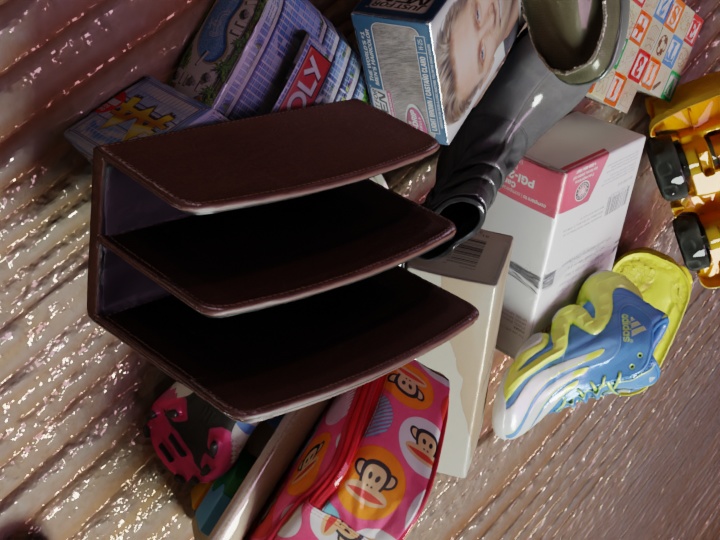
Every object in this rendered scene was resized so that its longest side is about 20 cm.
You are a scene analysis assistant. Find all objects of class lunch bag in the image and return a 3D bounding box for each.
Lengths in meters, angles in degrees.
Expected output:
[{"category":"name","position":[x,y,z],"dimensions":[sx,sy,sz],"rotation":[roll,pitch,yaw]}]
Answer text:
[{"category":"lunch bag","position":[-0.014,0.145,0.738],"dimensions":[0.201,0.081,0.177],"rotation":[-54,-173,34]}]

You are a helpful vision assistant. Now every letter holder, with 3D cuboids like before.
[{"category":"letter holder","position":[-0.028,-0.014,0.596],"dimensions":[0.199,0.141,0.102],"rotation":[-19,129,-44]}]

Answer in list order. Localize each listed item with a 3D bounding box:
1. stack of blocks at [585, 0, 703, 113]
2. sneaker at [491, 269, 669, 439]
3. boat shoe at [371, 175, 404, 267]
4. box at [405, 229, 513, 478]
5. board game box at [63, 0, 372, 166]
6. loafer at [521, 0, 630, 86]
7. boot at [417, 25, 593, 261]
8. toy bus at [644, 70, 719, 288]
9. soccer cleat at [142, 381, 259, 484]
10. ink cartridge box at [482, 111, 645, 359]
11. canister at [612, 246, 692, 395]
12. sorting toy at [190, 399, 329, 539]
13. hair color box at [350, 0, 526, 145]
[{"category":"stack of blocks","position":[0.241,-0.212,1.000],"dimensions":[0.199,0.058,0.116],"rotation":[7,108,-55]},{"category":"sneaker","position":[0.208,0.088,0.978],"dimensions":[0.200,0.104,0.076],"rotation":[-49,145,-18]},{"category":"boat shoe","position":[0.000,0.000,0.837],"dimensions":[0.071,0.068,0.202],"rotation":[-11,121,-2]},{"category":"box","position":[0.075,0.069,0.936],"dimensions":[0.095,0.077,0.202],"rotation":[-60,159,-56]},{"category":"board game box","position":[-0.075,-0.081,0.669],"dimensions":[0.202,0.061,0.199],"rotation":[-61,147,-1]},{"category":"loafer","position":[0.119,-0.217,0.692],"dimensions":[0.069,0.075,0.203],"rotation":[-21,101,-45]},{"category":"boot","position":[0.104,-0.089,0.797],"dimensions":[0.132,0.069,0.200],"rotation":[-62,-175,-37]},{"category":"toy bus","position":[0.375,-0.111,1.139],"dimensions":[0.192,0.134,0.202],"rotation":[-82,150,-66]},{"category":"soccer cleat","position":[-0.080,0.079,0.706],"dimensions":[0.086,0.070,0.200],"rotation":[-33,170,-37]},{"category":"ink cartridge box","position":[0.182,-0.033,1.025],"dimensions":[0.145,0.084,0.202],"rotation":[-24,131,-42]},{"category":"canister","position":[0.304,0.049,1.192],"dimensions":[0.150,0.086,0.200],"rotation":[-69,167,9]},{"category":"sorting toy","position":[-0.070,0.117,0.767],"dimensions":[0.186,0.036,0.200],"rotation":[-58,-175,-6]},{"category":"hair color box","position":[0.071,-0.191,0.746],"dimensions":[0.201,0.060,0.101],"rotation":[-57,148,-33]}]
